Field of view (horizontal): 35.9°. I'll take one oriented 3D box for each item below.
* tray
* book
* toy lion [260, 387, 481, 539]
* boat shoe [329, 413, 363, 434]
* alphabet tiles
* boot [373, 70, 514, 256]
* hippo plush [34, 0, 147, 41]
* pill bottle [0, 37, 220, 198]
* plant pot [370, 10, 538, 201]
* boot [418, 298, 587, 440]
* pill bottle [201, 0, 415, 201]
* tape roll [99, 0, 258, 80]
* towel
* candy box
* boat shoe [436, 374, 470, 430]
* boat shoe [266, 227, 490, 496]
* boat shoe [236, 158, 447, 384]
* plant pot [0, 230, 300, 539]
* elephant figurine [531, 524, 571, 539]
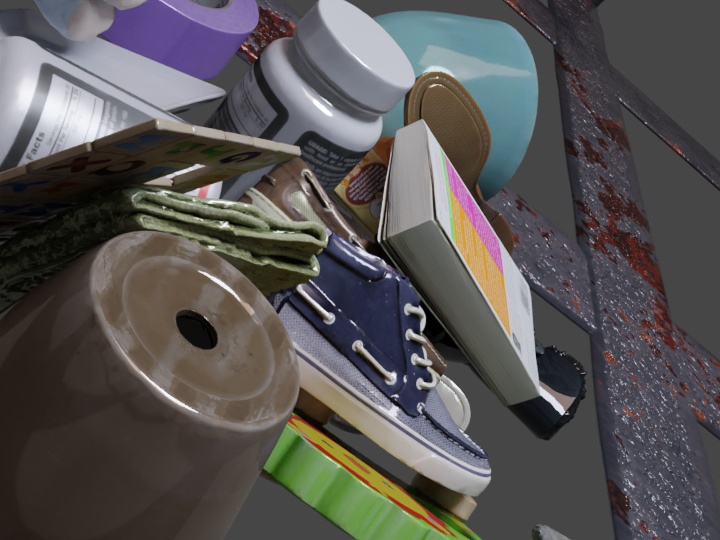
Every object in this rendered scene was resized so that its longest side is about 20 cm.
[{"bbox_3d":[-0.212,-0.156,0.851,0.200,0.022,0.107,24,24,15],"label":"tray"},{"bbox_3d":[0.086,-0.006,0.881,0.200,0.048,0.134,53,26,-33],"label":"book"},{"bbox_3d":[0.007,0.138,0.673,0.200,0.069,0.192,36,-4,-18],"label":"toy lion"},{"bbox_3d":[-0.054,0.049,0.821,0.200,0.076,0.072,44,-7,11],"label":"boat shoe"},{"bbox_3d":[-0.150,-0.038,0.575,0.167,0.199,0.008,-7,81,-72],"label":"alphabet tiles"},{"bbox_3d":[0.055,-0.100,0.992,0.155,0.074,0.200,41,-23,54],"label":"boot"},{"bbox_3d":[-0.215,-0.274,0.896,0.160,0.200,0.161,66,27,-13],"label":"hippo plush"},{"bbox_3d":[-0.200,-0.077,0.713,0.200,0.114,0.114,26,33,-32],"label":"pill bottle"},{"bbox_3d":[0.056,-0.173,1.141,0.161,0.201,0.201,6,45,-34],"label":"plant pot"},{"bbox_3d":[0.122,0.080,0.996,0.168,0.076,0.200,45,21,8],"label":"boot"},{"bbox_3d":[-0.055,-0.109,0.879,0.114,0.200,0.114,33,29,-22],"label":"pill bottle"},{"bbox_3d":[-0.196,-0.276,1.064,0.200,0.066,0.200,33,30,-22],"label":"tape roll"},{"bbox_3d":[-0.131,-0.002,0.642,0.148,0.200,0.037,15,63,-45],"label":"towel"},{"bbox_3d":[-0.016,-0.084,1.002,0.200,0.055,0.115,48,-8,5],"label":"candy box"},{"bbox_3d":[0.000,0.068,0.891,0.200,0.073,0.063,42,-16,6],"label":"boat shoe"},{"bbox_3d":[0.024,0.058,0.709,0.200,0.093,0.075,36,3,-16],"label":"boat shoe"},{"bbox_3d":[0.001,0.000,0.822,0.202,0.075,0.075,46,-9,-10],"label":"boat shoe"},{"bbox_3d":[-0.127,0.079,0.552,0.200,0.174,0.200,32,31,-22],"label":"plant pot"},{"bbox_3d":[0.146,0.239,0.740,0.200,0.155,0.142,24,55,-50],"label":"elephant figurine"}]
